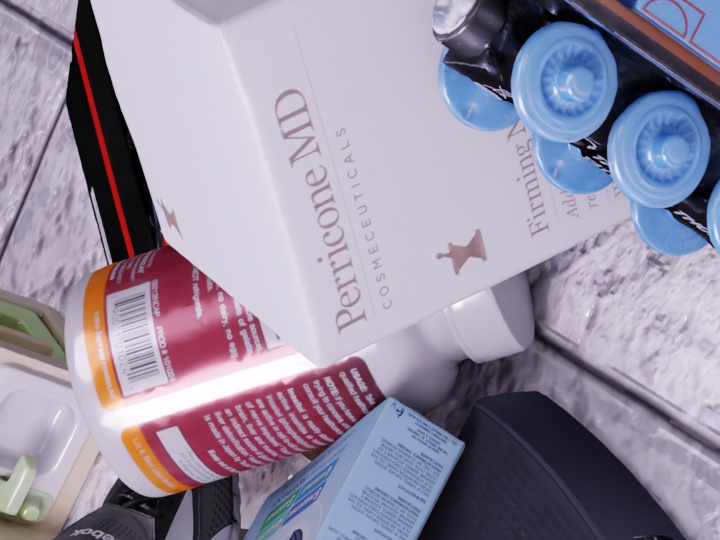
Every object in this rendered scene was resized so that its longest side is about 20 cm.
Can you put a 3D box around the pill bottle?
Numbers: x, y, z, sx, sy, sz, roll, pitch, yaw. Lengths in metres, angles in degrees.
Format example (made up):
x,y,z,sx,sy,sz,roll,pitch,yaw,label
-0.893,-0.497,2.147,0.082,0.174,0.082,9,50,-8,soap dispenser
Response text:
x,y,z,sx,sy,sz,roll,pitch,yaw,label
-0.026,0.026,1.378,0.200,0.113,0.113,-18,50,15,pill bottle

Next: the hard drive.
x,y,z,sx,sy,sz,roll,pitch,yaw,label
0.074,0.142,1.271,0.135,0.042,0.200,-63,29,14,hard drive

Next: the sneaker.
x,y,z,sx,sy,sz,roll,pitch,yaw,label
-0.109,0.139,1.415,0.066,0.091,0.200,7,54,20,sneaker

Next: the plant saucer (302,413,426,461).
x,y,z,sx,sy,sz,roll,pitch,yaw,label
0.000,0.000,1.499,0.200,0.034,0.200,-37,43,44,plant saucer

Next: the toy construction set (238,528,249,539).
x,y,z,sx,sy,sz,roll,pitch,yaw,label
-0.101,0.223,1.474,0.131,0.092,0.200,109,173,-59,toy construction set

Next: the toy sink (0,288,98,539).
x,y,z,sx,sy,sz,roll,pitch,yaw,label
-0.226,0.081,1.740,0.112,0.130,0.200,-63,28,12,toy sink

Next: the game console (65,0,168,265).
x,y,z,sx,sy,sz,roll,pitch,yaw,label
-0.126,-0.060,1.659,0.177,0.031,0.200,106,151,-60,game console

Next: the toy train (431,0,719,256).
x,y,z,sx,sy,sz,roll,pitch,yaw,label
0.119,-0.080,1.178,0.087,0.200,0.114,13,74,62,toy train

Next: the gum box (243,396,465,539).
x,y,z,sx,sy,sz,roll,pitch,yaw,label
-0.041,0.170,1.330,0.200,0.045,0.170,-61,9,-28,gum box

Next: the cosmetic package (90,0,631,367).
x,y,z,sx,sy,sz,roll,pitch,yaw,label
0.012,-0.094,1.266,0.166,0.200,0.168,37,149,55,cosmetic package
